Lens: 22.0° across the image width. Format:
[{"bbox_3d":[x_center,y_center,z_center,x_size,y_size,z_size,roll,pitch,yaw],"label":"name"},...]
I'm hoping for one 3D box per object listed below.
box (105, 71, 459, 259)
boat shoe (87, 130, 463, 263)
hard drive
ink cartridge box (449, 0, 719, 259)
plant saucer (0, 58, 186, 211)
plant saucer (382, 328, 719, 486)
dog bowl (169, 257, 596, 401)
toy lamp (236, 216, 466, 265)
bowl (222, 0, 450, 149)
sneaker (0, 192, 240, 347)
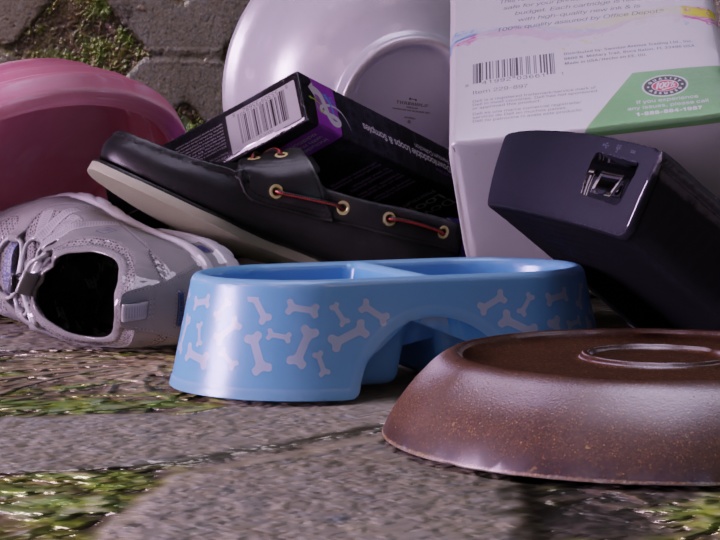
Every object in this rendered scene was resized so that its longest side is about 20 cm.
[{"bbox_3d":[-0.030,-0.044,1.076,0.142,0.036,0.199,-25,-25,28],"label":"box"},{"bbox_3d":[-0.043,-0.032,0.971,0.200,0.064,0.074,21,-6,-5],"label":"boat shoe"},{"bbox_3d":[0.129,-0.007,0.823,0.135,0.042,0.200,39,-4,-14],"label":"hard drive"},{"bbox_3d":[0.124,-0.098,1.005,0.144,0.088,0.201,-6,38,8],"label":"ink cartridge box"},{"bbox_3d":[-0.196,-0.052,1.048,0.199,0.051,0.201,-21,-26,-11],"label":"plant saucer"},{"bbox_3d":[0.107,0.044,0.670,0.198,0.032,0.200,1,5,0],"label":"plant saucer"},{"bbox_3d":[0.014,0.023,0.814,0.198,0.050,0.111,-1,5,-20],"label":"dog bowl"},{"bbox_3d":[0.000,0.000,1.058,0.198,0.059,0.058,-5,6,-24],"label":"toy lamp"},{"bbox_3d":[0.019,-0.109,1.162,0.199,0.203,0.090,-2,18,-17],"label":"bowl"},{"bbox_3d":[-0.152,-0.002,0.956,0.199,0.075,0.082,5,5,43],"label":"sneaker"}]
